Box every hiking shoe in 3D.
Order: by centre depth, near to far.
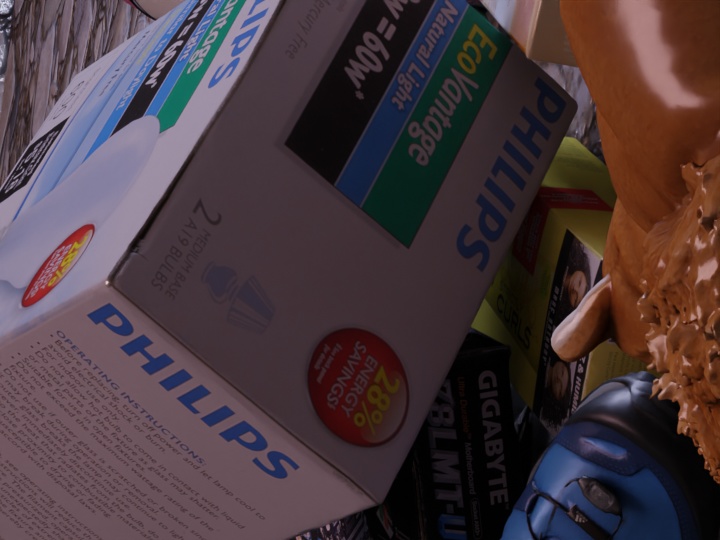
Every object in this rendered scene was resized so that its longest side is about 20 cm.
[{"bbox_3d":[0.061,0.122,0.933,0.087,0.074,0.200,-35,-25,-47],"label":"hiking shoe"}]

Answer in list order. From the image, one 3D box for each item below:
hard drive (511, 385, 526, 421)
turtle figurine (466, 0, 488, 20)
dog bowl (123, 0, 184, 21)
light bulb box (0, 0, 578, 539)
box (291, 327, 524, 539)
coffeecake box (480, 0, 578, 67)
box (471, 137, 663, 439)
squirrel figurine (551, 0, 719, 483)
[{"bbox_3d":[0.000,0.000,1.225,0.200,0.026,0.132,60,150,21],"label":"hard drive"},{"bbox_3d":[0.026,-0.180,1.268,0.149,0.101,0.201,0,82,35],"label":"turtle figurine"},{"bbox_3d":[-0.064,-0.204,1.354,0.200,0.074,0.201,-38,-46,-54],"label":"dog bowl"},{"bbox_3d":[-0.054,-0.001,1.031,0.200,0.125,0.199,-27,28,50],"label":"light bulb box"},{"bbox_3d":[0.016,0.111,1.118,0.200,0.049,0.200,-157,61,-70],"label":"box"},{"bbox_3d":[0.088,-0.173,1.054,0.200,0.073,0.154,-117,38,-66],"label":"coffeecake box"},{"bbox_3d":[0.079,0.006,1.043,0.200,0.050,0.076,-122,40,-69],"label":"box"},{"bbox_3d":[0.109,-0.012,0.774,0.187,0.141,0.201,106,167,-54],"label":"squirrel figurine"}]
